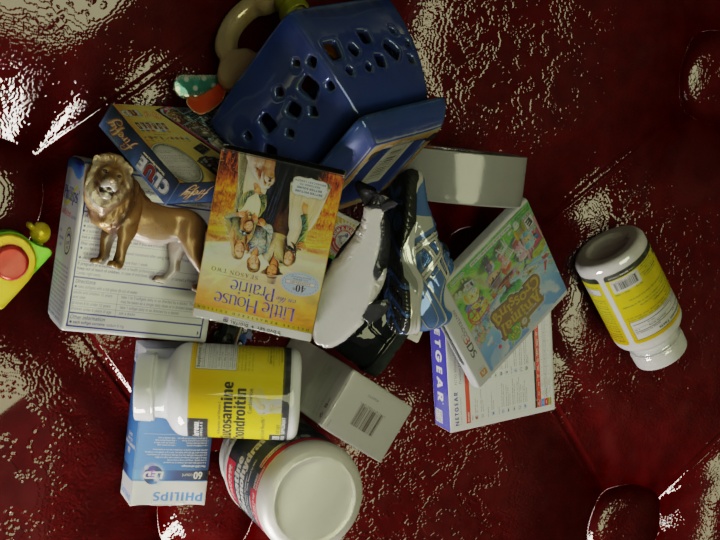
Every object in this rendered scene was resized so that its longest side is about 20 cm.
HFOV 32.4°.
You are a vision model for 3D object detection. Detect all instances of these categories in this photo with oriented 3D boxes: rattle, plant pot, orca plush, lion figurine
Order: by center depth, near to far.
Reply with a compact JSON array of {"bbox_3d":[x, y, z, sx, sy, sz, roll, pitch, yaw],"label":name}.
[{"bbox_3d":[-0.240,-0.052,1.434,0.199,0.072,0.124,20,82,-40],"label":"lion figurine"},{"bbox_3d":[-0.010,-0.009,1.462,0.104,0.071,0.203,8,109,4],"label":"orca plush"},{"bbox_3d":[-0.026,-0.187,1.482,0.199,0.200,0.181,-20,70,-49],"label":"plant pot"},{"bbox_3d":[-0.129,-0.247,1.554,0.129,0.143,0.202,26,77,18],"label":"rattle"}]

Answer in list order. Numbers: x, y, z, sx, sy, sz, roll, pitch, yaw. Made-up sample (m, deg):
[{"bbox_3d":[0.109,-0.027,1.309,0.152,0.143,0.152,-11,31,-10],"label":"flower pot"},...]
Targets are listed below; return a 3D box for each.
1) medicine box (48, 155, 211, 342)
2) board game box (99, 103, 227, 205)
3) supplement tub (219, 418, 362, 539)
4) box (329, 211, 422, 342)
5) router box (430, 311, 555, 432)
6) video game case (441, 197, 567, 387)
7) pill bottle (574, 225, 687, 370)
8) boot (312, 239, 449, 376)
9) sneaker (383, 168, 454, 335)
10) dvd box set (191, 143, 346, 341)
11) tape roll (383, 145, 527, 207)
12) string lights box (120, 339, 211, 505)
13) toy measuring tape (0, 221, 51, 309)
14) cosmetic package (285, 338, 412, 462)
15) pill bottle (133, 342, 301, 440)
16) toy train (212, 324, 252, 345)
[{"bbox_3d":[-0.272,-0.025,1.509,0.180,0.103,0.203,7,95,-26],"label":"medicine box"},{"bbox_3d":[-0.196,-0.138,1.464,0.035,0.136,0.199,-52,158,25],"label":"board game box"},{"bbox_3d":[-0.094,0.264,1.586,0.138,0.200,0.143,-4,100,-24],"label":"supplement tub"},{"bbox_3d":[0.000,0.000,1.640,0.198,0.101,0.114,25,89,-26],"label":"box"},{"bbox_3d":[0.190,0.115,1.777,0.177,0.049,0.203,-8,102,-23],"label":"router box"},{"bbox_3d":[0.189,0.031,1.692,0.200,0.022,0.183,-44,128,-19],"label":"video game case"},{"bbox_3d":[0.406,0.044,1.831,0.112,0.112,0.201,-37,112,-15],"label":"pill bottle"},{"bbox_3d":[0.002,0.016,1.544,0.167,0.076,0.201,32,92,-30],"label":"boot"},{"bbox_3d":[0.070,-0.022,1.507,0.076,0.076,0.203,2,85,-25],"label":"sneaker"},{"bbox_3d":[-0.105,-0.030,1.409,0.144,0.029,0.203,13,106,-1],"label":"dvd box set"},{"bbox_3d":[0.117,-0.127,1.619,0.198,0.200,0.067,3,97,-25],"label":"tape roll"},{"bbox_3d":[-0.243,0.195,1.584,0.101,0.059,0.203,5,97,-25],"label":"string lights box"},{"bbox_3d":[-0.443,0.015,1.457,0.074,0.073,0.200,45,79,-24],"label":"toy measuring tape"},{"bbox_3d":[-0.033,0.162,1.597,0.107,0.200,0.085,34,86,-28],"label":"cosmetic package"},{"bbox_3d":[-0.172,0.145,1.499,0.197,0.112,0.114,3,98,-4],"label":"pill bottle"},{"bbox_3d":[-0.142,0.021,1.618,0.045,0.034,0.202,21,89,-38],"label":"toy train"}]
